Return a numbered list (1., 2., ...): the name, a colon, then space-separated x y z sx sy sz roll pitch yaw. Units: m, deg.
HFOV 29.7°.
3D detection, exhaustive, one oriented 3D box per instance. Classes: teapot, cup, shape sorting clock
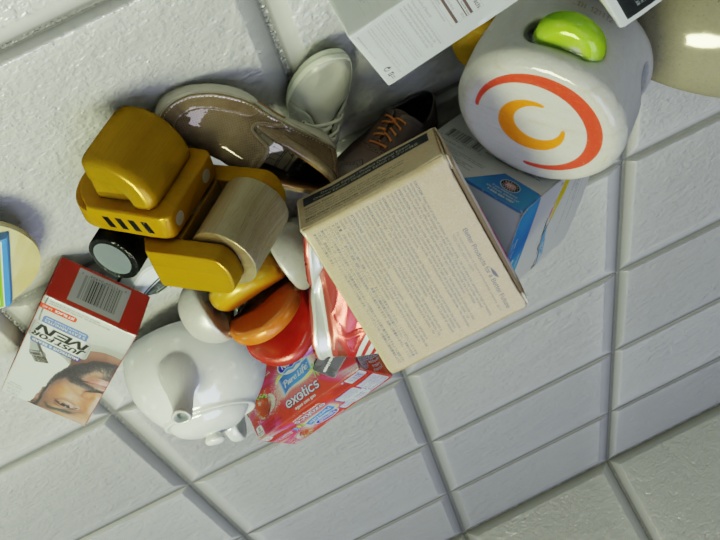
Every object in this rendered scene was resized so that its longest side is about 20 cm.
1. teapot: -0.200 0.150 1.726 0.199 0.147 0.197 -8 162 -36
2. cup: 0.341 -0.278 1.451 0.142 0.202 0.200 -2 159 14
3. shape sorting clock: -0.424 0.004 1.377 0.199 0.039 0.200 -22 156 -10

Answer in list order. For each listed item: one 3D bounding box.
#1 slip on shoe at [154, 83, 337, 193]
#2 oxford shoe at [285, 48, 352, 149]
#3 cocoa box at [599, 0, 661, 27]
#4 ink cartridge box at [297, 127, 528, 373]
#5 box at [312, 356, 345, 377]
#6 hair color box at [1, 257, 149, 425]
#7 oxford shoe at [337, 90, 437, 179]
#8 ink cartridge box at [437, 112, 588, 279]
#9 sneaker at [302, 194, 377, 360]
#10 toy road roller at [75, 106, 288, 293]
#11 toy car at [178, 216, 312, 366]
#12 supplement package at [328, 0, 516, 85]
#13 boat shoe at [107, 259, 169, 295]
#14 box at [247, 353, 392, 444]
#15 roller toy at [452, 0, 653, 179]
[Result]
1. slip on shoe: -0.109 -0.125 1.356 0.199 0.061 0.076 20 127 -32
2. oxford shoe: -0.045 -0.156 1.427 0.075 0.058 0.200 -13 151 -24
3. cocoa box: 0.237 -0.344 1.248 0.133 0.132 0.200 -34 155 13
4. ink cartridge box: 0.053 -0.018 1.378 0.164 0.075 0.201 -27 118 9
5. box: -0.007 0.010 1.639 0.036 0.201 0.143 17 143 -8
6. hair color box: -0.326 0.085 1.545 0.110 0.064 0.200 24 137 -11
7. oxford shoe: 0.021 -0.137 1.471 0.200 0.071 0.073 -44 154 -48
8. ink cartridge box: 0.149 -0.084 1.533 0.200 0.147 0.145 -37 152 -46
9. sneaker: 0.000 0.000 1.480 0.114 0.079 0.202 -2 116 4
10. toy road roller: -0.182 -0.074 1.307 0.198 0.123 0.147 9 141 24
11. toy car: -0.102 0.037 1.594 0.174 0.151 0.200 -33 -179 11
12. supplement package: 0.068 -0.282 1.223 0.199 0.114 0.109 -33 156 10
13. boat shoe: -0.215 -0.029 1.505 0.071 0.073 0.200 -16 165 -40
14. box: -0.068 0.161 1.972 0.200 0.096 0.099 -37 153 21
15. roller toy: 0.203 -0.199 1.410 0.199 0.140 0.183 -10 133 44
